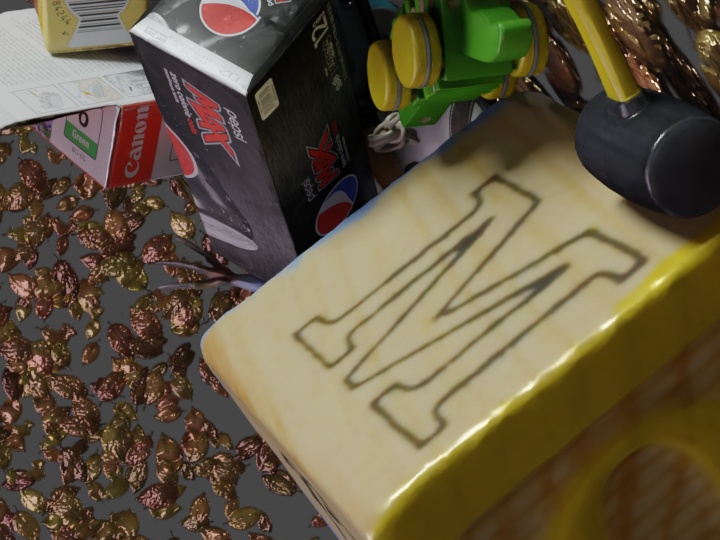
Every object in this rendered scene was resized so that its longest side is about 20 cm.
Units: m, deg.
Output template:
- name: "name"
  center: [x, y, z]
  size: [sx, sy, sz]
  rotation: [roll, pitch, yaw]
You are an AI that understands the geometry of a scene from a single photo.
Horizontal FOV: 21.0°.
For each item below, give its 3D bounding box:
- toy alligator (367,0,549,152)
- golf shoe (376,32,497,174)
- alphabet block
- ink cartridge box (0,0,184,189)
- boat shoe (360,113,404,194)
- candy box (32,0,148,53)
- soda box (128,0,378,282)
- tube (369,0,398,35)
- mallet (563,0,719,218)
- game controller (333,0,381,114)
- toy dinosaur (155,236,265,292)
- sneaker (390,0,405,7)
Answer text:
- name: "toy alligator"
  center: [0.031, -0.096, 0.836]
  size: [0.200, 0.059, 0.054]
  rotation: [150, 112, -74]
- name: "golf shoe"
  center: [0.049, -0.023, 0.960]
  size: [0.200, 0.094, 0.078]
  rotation: [52, 166, -2]
- name: "alphabet block"
  center: [0.083, 0.069, 0.815]
  size: [0.196, 0.196, 0.200]
  rotation: [54, 173, -27]
- name: "ink cartridge box"
  center: [-0.128, -0.090, 0.983]
  size: [0.109, 0.200, 0.050]
  rotation: [38, 128, 36]
- name: "boat shoe"
  center: [-0.004, -0.099, 1.091]
  size: [0.075, 0.062, 0.200]
  rotation: [52, -176, -29]
- name: "candy box"
  center: [-0.140, -0.221, 0.943]
  size: [0.117, 0.056, 0.201]
  rotation: [-116, 22, -54]
- name: "soda box"
  center: [-0.044, -0.063, 0.908]
  size: [0.071, 0.063, 0.200]
  rotation: [30, 159, 22]
- name: "tube"
  center: [-0.043, -0.171, 1.047]
  size: [0.200, 0.050, 0.078]
  rotation: [52, 165, 39]
- name: "mallet"
  center: [0.076, -0.102, 0.671]
  size: [0.200, 0.041, 0.066]
  rotation: [61, 170, -32]
- name: "game controller"
  center: [-0.042, -0.163, 0.903]
  size: [0.104, 0.042, 0.200]
  rotation: [13, 133, 47]
- name: "toy dinosaur"
  center: [0.000, 0.000, 1.055]
  size: [0.105, 0.199, 0.182]
  rotation: [-5, -91, -68]
- name: "sneaker"
  center: [-0.019, -0.151, 0.794]
  size: [0.075, 0.088, 0.200]
  rotation: [46, 178, 24]
